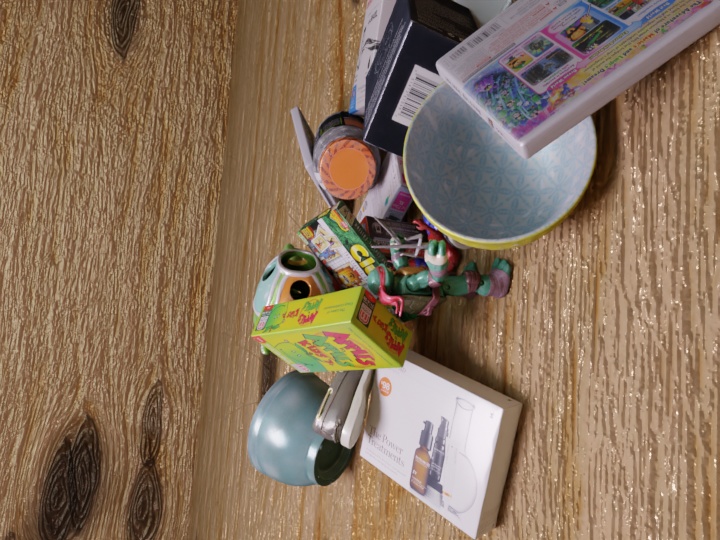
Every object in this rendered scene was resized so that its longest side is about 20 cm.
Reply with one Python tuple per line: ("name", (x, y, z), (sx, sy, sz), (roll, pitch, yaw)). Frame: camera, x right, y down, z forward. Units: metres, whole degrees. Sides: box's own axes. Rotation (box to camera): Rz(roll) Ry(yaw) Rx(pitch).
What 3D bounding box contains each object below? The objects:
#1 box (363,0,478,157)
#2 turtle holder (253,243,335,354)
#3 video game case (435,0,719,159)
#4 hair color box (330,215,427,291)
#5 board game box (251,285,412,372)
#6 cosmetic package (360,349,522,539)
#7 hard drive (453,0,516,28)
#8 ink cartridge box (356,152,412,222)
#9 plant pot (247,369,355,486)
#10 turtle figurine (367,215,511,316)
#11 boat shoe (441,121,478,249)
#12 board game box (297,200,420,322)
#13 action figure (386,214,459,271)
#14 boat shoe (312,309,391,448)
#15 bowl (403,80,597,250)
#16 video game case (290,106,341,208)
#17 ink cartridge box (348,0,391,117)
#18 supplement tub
("box", (0.076, -0.259, 0.693), (0.204, 0.104, 0.151), (-88, 20, -50))
("turtle holder", (-0.095, 0.036, 0.845), (0.186, 0.136, 0.136), (-57, -24, -60))
("video game case", (0.189, -0.214, 0.503), (0.197, 0.024, 0.185), (-34, 45, 7))
("hair color box", (0.017, -0.001, 0.873), (0.201, 0.107, 0.066), (128, 140, -49))
("board game box", (-0.041, 0.081, 0.676), (0.196, 0.101, 0.049), (-13, 45, 44))
("cosmetic package", (0.091, 0.201, 0.664), (0.197, 0.051, 0.157), (18, 99, 45))
("hard drive", (0.146, -0.324, 0.770), (0.202, 0.025, 0.135), (122, 145, -44))
("ink cartridge box", (0.035, -0.101, 0.923), (0.122, 0.041, 0.202), (-94, 27, -45))
("plant pot", (-0.090, 0.304, 0.972), (0.131, 0.197, 0.208), (18, 102, 36))
("turtle figurine", (0.075, 0.002, 0.640), (0.149, 0.193, 0.105), (31, 110, 62))
("boat shoe", (0.139, -0.134, 0.681), (0.062, 0.072, 0.208), (-137, 48, -65))
("board game box", (0.000, 0.000, 0.783), (0.103, 0.202, 0.024), (-24, 21, 44))
("action figure", (0.086, -0.070, 0.761), (0.065, 0.096, 0.208), (-40, 51, 56))
("boat shoe", (-0.005, 0.136, 0.736), (0.073, 0.058, 0.206), (79, -152, -54))
("bowl", (0.150, -0.109, 0.587), (0.108, 0.192, 0.208), (44, -139, -66))
("video game case", (-0.083, -0.212, 1.107), (0.184, 0.021, 0.204), (58, -169, -47))
("ink cartridge box", (0.045, -0.369, 0.904), (0.146, 0.081, 0.208), (-141, 59, -75))
("supplement tub", (-0.026, -0.205, 0.952), (0.202, 0.118, 0.126), (-96, 23, -65))
